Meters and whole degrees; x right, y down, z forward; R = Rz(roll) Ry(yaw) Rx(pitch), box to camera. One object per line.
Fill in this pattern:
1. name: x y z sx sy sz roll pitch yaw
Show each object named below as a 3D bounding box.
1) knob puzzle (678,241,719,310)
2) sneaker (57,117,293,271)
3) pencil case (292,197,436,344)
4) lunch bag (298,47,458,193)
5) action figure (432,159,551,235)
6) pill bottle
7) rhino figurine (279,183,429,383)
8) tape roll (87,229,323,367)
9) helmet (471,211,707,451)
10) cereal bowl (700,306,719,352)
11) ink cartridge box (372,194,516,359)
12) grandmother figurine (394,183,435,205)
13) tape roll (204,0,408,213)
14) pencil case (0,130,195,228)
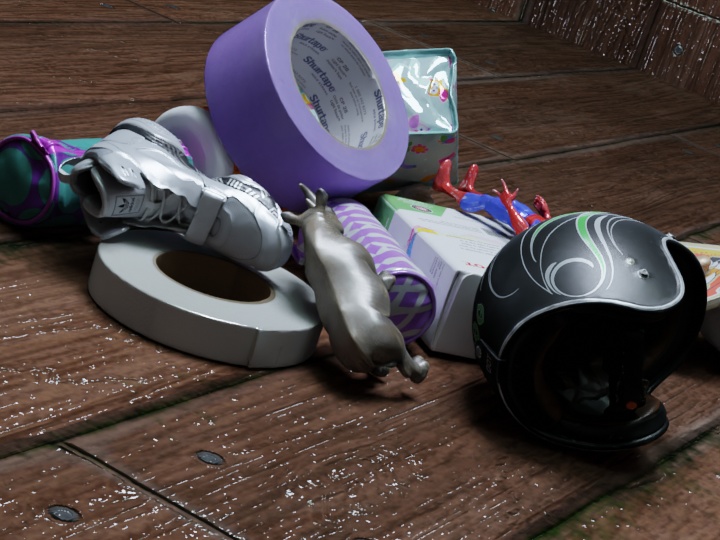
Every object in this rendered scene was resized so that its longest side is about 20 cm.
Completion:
1. knob puzzle: 0.295 0.011 1.868 0.220 0.030 0.220 -16 19 6
2. sneaker: -0.159 -0.051 1.552 0.200 0.075 0.115 35 33 16
3. pencil case: 0.000 0.000 1.671 0.085 0.084 0.200 -23 26 -10
4. lunch bag: 0.005 -0.160 1.978 0.200 0.122 0.170 -2 -19 3
5. action figure: 0.154 -0.053 1.769 0.065 0.052 0.200 13 19 -46
6. pill bottle: -0.112 -0.104 1.817 0.113 0.113 0.200 30 20 33
7. rhino figurine: -0.013 0.006 1.529 0.087 0.060 0.200 28 34 -57
8. tape roll: -0.127 0.021 1.539 0.203 0.037 0.203 17 16 -5
9. helmet: 0.195 0.042 1.556 0.200 0.200 0.191 18 28 -3
10. cereal bowl: 0.432 0.068 1.904 0.200 0.083 0.200 17 18 -5
11. ink cartridge box: 0.103 0.011 1.730 0.145 0.084 0.200 12 18 -25
12. grandmother figurine: 0.086 -0.041 1.938 0.121 0.061 0.200 41 0 -33
13. tape roll: -0.050 -0.161 1.763 0.200 0.085 0.200 31 45 -37
14. pencil case: -0.240 -0.086 1.661 0.085 0.092 0.200 50 31 21
